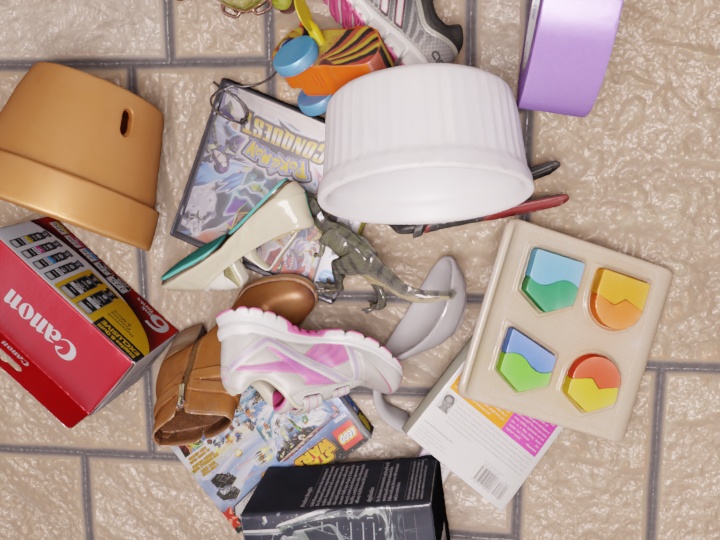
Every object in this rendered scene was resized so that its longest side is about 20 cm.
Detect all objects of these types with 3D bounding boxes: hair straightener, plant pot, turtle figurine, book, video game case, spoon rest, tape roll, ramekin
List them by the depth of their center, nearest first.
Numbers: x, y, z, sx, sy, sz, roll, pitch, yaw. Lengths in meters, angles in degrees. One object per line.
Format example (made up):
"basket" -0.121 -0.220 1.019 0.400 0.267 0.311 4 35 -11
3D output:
"tape roll" 0.189 -0.243 0.744 0.065 0.200 0.203 8 101 6
"ramekin" 0.057 -0.112 0.771 0.198 0.200 0.099 -4 80 8
"turtle figurine" -0.100 -0.277 0.796 0.198 0.161 0.065 -13 97 10
"plant pot" -0.288 -0.119 0.848 0.198 0.200 0.142 18 85 4
"book" 0.156 0.129 0.866 0.133 0.048 0.201 39 85 -6
"hair straightener" 0.113 -0.085 0.873 0.198 0.041 0.078 -13 84 15
"spoon rest" 0.058 0.077 0.880 0.060 0.100 0.202 16 110 -11
"video game case" -0.087 -0.085 0.900 0.198 0.026 0.182 23 103 3

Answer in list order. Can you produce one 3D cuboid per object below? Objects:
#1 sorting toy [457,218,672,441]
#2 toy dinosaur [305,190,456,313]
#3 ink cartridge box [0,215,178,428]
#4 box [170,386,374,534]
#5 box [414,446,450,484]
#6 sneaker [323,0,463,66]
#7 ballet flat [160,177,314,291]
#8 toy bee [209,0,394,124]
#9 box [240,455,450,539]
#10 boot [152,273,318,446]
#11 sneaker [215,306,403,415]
"sorting toy" 0.211 0.063 0.835 0.198 0.036 0.187 17 90 -13
"toy dinosaur" 0.000 0.000 0.854 0.199 0.047 0.089 36 135 16
"ink cartridge box" -0.316 0.048 0.878 0.200 0.176 0.084 43 103 -2
"box" -0.103 0.187 0.943 0.199 0.040 0.137 -37 93 12
"box" 0.053 0.268 0.937 0.038 0.041 0.202 27 103 2
"sneaker" 0.029 -0.268 0.829 0.087 0.074 0.200 -38 80 -9
"ballet flat" -0.126 -0.017 0.864 0.199 0.069 0.070 -34 94 26
"toy bee" -0.050 -0.217 0.822 0.198 0.131 0.109 12 57 16
"box" -0.005 0.315 0.872 0.194 0.124 0.203 -6 100 11
"boot" -0.129 0.097 0.868 0.199 0.155 0.074 -31 118 17
"sneaker" -0.053 0.102 0.817 0.198 0.081 0.089 14 72 -17
